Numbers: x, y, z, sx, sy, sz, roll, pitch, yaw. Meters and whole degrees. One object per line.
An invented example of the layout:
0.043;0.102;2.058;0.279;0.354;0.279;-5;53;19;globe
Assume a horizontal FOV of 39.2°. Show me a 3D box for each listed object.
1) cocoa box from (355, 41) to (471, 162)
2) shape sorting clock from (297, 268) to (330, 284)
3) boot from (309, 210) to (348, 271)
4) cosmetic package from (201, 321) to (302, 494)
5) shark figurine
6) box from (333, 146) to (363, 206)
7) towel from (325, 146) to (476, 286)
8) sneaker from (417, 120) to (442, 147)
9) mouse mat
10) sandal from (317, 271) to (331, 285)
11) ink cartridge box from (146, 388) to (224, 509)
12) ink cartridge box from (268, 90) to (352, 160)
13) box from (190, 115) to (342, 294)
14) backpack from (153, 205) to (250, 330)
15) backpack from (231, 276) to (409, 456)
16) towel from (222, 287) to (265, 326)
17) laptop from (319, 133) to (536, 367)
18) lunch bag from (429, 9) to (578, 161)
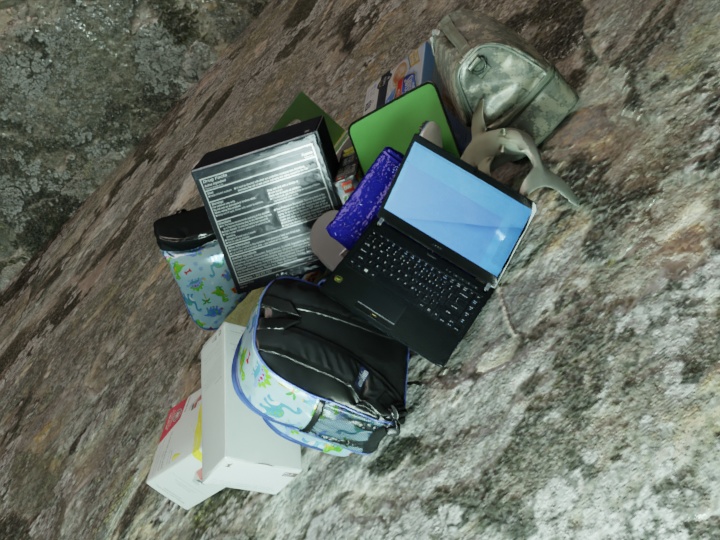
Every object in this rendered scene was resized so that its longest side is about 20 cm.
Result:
0.090;-0.220;1.527;0.131;0.133;0.201;-35;29;31;cocoa box
-0.107;0.024;1.639;0.199;0.039;0.201;-39;27;24;shape sorting clock
0.000;0.000;1.384;0.073;0.096;0.200;-38;40;3;boot
-0.145;0.179;1.320;0.081;0.112;0.202;-45;38;43;cosmetic package
0.201;-0.145;1.276;0.214;0.089;0.130;17;97;62;shark figurine
0.002;-0.113;1.506;0.034;0.111;0.200;-20;18;10;box
0.072;-0.056;1.277;0.148;0.199;0.050;-54;-16;-10;towel
0.099;-0.098;1.348;0.072;0.072;0.203;2;88;21;sneaker
0.072;-0.142;1.409;0.160;0.202;0.007;-23;-7;32;mouse mat
-0.026;0.037;1.424;0.079;0.087;0.201;-45;23;16;sandal
-0.203;0.232;1.454;0.199;0.083;0.146;-34;28;32;ink cartridge box
-0.057;-0.171;1.631;0.146;0.200;0.048;-53;22;-9;ink cartridge box
-0.119;-0.100;1.508;0.198;0.200;0.123;-16;20;8;box
-0.249;0.003;1.727;0.161;0.201;0.155;-13;43;-1;backpack
-0.053;0.119;1.217;0.147;0.198;0.184;-55;17;41;backpack
-0.163;0.083;1.590;0.200;0.036;0.149;-47;27;27;towel
0.079;-0.025;1.189;0.200;0.176;0.104;-51;-15;-28;laptop
0.183;-0.270;1.398;0.139;0.167;0.201;-42;25;15;lunch bag
